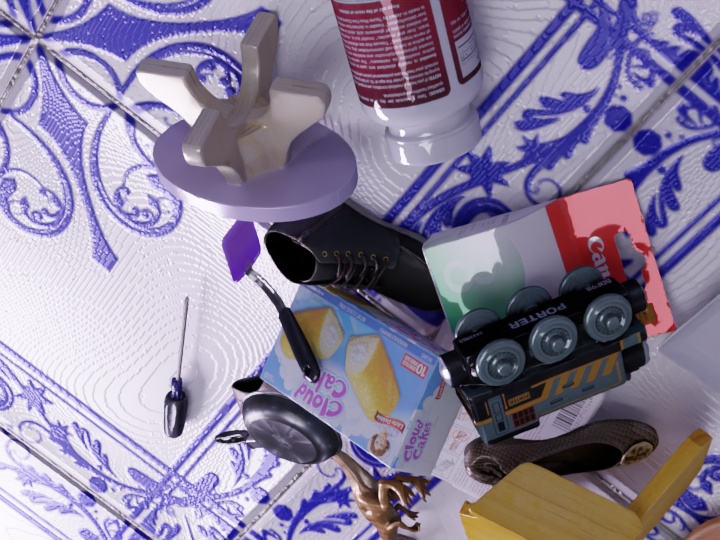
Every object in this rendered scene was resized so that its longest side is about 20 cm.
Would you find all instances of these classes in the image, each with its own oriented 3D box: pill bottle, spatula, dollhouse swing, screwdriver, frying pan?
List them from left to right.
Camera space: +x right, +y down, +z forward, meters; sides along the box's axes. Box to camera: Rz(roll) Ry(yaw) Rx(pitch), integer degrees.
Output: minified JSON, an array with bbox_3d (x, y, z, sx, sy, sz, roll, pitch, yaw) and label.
[{"bbox_3d":[-0.203,0.106,1.523,0.029,0.028,0.201,33,131,35],"label":"screwdriver"},{"bbox_3d":[-0.105,0.163,1.434,0.189,0.031,0.115,1,139,32],"label":"frying pan"},{"bbox_3d":[-0.087,0.028,1.359,0.057,0.020,0.201,-49,60,31],"label":"spatula"},{"bbox_3d":[0.041,-0.197,1.179,0.112,0.113,0.201,-4,119,23],"label":"pill bottle"},{"bbox_3d":[0.218,0.212,1.332,0.181,0.177,0.200,24,164,17],"label":"dollhouse swing"}]

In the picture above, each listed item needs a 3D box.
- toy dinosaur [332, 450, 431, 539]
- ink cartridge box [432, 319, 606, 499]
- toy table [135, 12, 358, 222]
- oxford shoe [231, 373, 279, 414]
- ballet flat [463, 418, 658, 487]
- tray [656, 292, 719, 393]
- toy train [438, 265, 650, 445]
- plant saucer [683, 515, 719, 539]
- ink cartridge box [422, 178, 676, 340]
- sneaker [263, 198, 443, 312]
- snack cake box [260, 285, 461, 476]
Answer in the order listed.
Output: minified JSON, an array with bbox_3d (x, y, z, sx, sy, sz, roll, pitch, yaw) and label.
[{"bbox_3d":[0.013,0.243,1.508,0.106,0.061,0.201,-20,112,32],"label":"toy dinosaur"},{"bbox_3d":[0.135,0.147,1.408,0.175,0.045,0.201,26,126,3],"label":"ink cartridge box"},{"bbox_3d":[-0.104,-0.133,1.252,0.198,0.185,0.118,1,139,10],"label":"toy table"},{"bbox_3d":[-0.059,0.117,1.448,0.199,0.071,0.073,-27,105,33],"label":"oxford shoe"},{"bbox_3d":[0.199,0.184,1.346,0.198,0.047,0.068,-3,133,-10],"label":"ballet flat"},{"bbox_3d":[0.375,0.037,1.254,0.107,0.022,0.200,33,127,-12],"label":"tray"},{"bbox_3d":[0.169,0.076,1.238,0.199,0.085,0.115,-21,121,-8],"label":"toy train"},{"bbox_3d":[0.421,0.321,1.418,0.198,0.038,0.202,10,124,16],"label":"plant saucer"},{"bbox_3d":[0.176,0.019,1.278,0.198,0.050,0.162,-15,108,20],"label":"ink cartridge box"},{"bbox_3d":[0.000,0.000,1.325,0.199,0.106,0.075,30,127,0],"label":"sneaker"},{"bbox_3d":[0.005,0.099,1.329,0.199,0.067,0.116,29,97,41],"label":"snack cake box"}]
